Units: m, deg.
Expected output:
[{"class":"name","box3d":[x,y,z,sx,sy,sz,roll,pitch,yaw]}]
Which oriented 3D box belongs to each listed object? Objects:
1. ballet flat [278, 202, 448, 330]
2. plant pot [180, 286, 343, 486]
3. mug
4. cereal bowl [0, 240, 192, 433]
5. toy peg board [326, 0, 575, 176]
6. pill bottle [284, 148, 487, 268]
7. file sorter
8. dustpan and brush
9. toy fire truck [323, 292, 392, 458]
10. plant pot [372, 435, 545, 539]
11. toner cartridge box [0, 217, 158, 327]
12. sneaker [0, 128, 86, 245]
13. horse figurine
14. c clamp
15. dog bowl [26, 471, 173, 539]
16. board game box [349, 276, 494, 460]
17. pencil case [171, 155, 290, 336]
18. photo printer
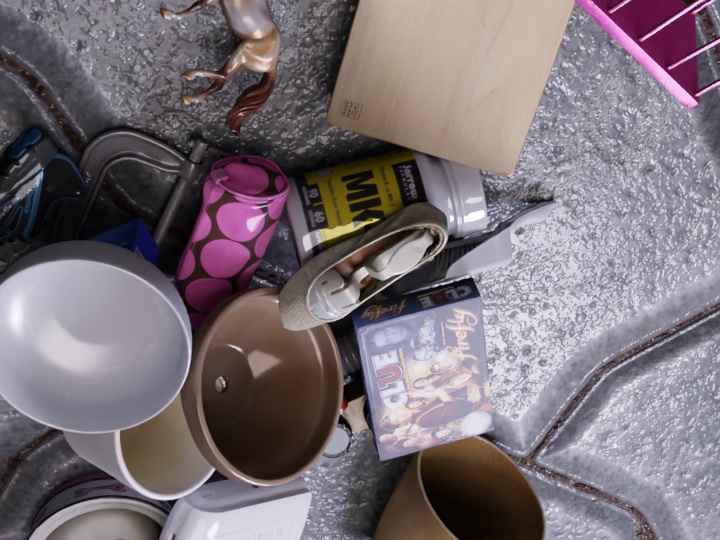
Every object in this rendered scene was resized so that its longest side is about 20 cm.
[{"class":"ballet flat","box3d":[0.000,0.000,1.267,0.200,0.062,0.068,-36,115,6]},{"class":"plant pot","box3d":[-0.118,0.118,1.326,0.200,0.092,0.202,2,88,-45]},{"class":"mug","box3d":[-0.239,0.141,1.382,0.149,0.153,0.188,25,76,-42]},{"class":"cereal bowl","box3d":[-0.258,0.054,1.224,0.199,0.083,0.201,-1,120,-1]},{"class":"toy peg board","box3d":[0.088,-0.226,1.284,0.198,0.098,0.201,16,116,-4]},{"class":"pill bottle","box3d":[0.024,-0.064,1.341,0.199,0.114,0.115,-15,123,-5]},{"class":"file sorter","box3d":[0.307,-0.287,1.233,0.200,0.139,0.125,35,135,-29]},{"class":"dustpan and brush","box3d":[0.140,-0.030,1.405,0.199,0.139,0.058,-15,88,-22]},{"class":"toy fire truck","box3d":[-0.011,0.092,1.434,0.175,0.129,0.201,-23,112,2]},{"class":"plant pot","box3d":[0.095,0.330,1.575,0.186,0.187,0.200,21,127,-24]},{"class":"toner cartridge box","box3d":[-0.307,0.020,1.305,0.199,0.095,0.043,-22,119,9]},{"class":"sneaker","box3d":[-0.363,-0.048,1.279,0.200,0.073,0.082,-39,120,11]},{"class":"horse figurine","box3d":[-0.124,-0.236,1.231,0.132,0.050,0.201,-23,117,-19]},{"class":"c clamp","box3d":[-0.222,-0.063,1.332,0.170,0.027,0.200,25,113,-24]},{"class":"dog bowl","box3d":[-0.303,0.325,1.523,0.199,0.074,0.201,-6,121,-10]},{"class":"board game box","box3d":[0.069,0.109,1.371,0.135,0.035,0.201,-15,129,-5]},{"class":"pencil case","box3d":[-0.145,-0.026,1.320,0.093,0.091,0.201,10,126,-23]},{"class":"photo printer","box3d":[-0.158,0.324,1.497,0.200,0.069,0.167,-3,115,-51]}]
